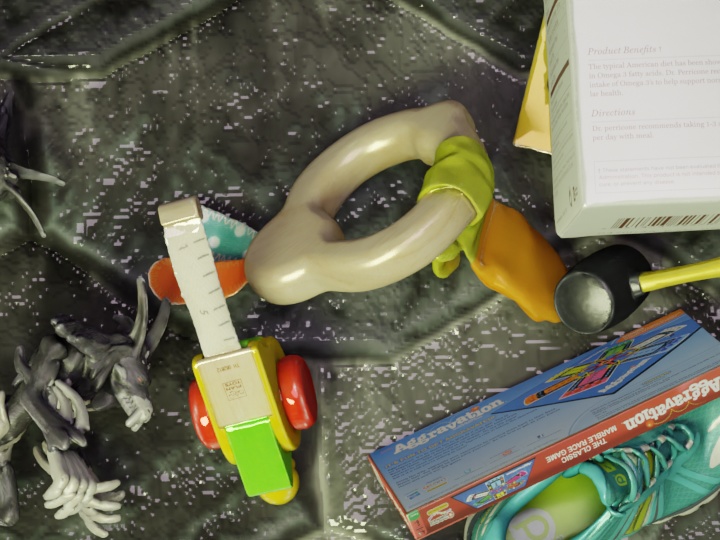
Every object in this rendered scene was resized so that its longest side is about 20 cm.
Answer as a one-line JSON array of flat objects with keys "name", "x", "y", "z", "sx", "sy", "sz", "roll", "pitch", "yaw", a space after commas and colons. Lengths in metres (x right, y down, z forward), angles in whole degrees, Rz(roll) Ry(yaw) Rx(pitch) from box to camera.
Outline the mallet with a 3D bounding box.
[{"name": "mallet", "x": 0.207, "y": -0.006, "z": 1.486, "sx": 0.199, "sy": 0.066, "sz": 0.041, "roll": -13, "pitch": 99, "yaw": 22}]

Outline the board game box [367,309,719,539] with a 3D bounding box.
[{"name": "board game box", "x": 0.107, "y": 0.083, "z": 1.490, "sx": 0.199, "sy": 0.103, "sz": 0.020, "roll": -25, "pitch": 109, "yaw": -5}]

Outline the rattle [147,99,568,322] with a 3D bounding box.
[{"name": "rattle", "x": 0.000, "y": 0.000, "z": 1.532, "sx": 0.200, "sy": 0.143, "sz": 0.130, "roll": -31, "pitch": 52, "yaw": 9}]

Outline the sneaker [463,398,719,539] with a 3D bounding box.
[{"name": "sneaker", "x": 0.148, "y": 0.115, "z": 1.498, "sx": 0.200, "sy": 0.080, "sz": 0.078, "roll": -34, "pitch": 85, "yaw": -6}]

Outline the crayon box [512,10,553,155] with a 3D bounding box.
[{"name": "crayon box", "x": 0.195, "y": -0.102, "z": 1.541, "sx": 0.199, "sy": 0.051, "sz": 0.127, "roll": 15, "pitch": 82, "yaw": -1}]

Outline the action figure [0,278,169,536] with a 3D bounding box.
[{"name": "action figure", "x": -0.170, "y": 0.098, "z": 1.467, "sx": 0.200, "sy": 0.119, "sz": 0.102, "roll": -39, "pitch": 70, "yaw": 4}]

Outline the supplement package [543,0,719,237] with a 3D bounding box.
[{"name": "supplement package", "x": 0.162, "y": -0.125, "z": 1.458, "sx": 0.116, "sy": 0.117, "sz": 0.201, "roll": -2, "pitch": 83, "yaw": -2}]

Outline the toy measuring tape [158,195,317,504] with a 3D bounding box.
[{"name": "toy measuring tape", "x": -0.070, "y": 0.039, "z": 1.483, "sx": 0.073, "sy": 0.074, "sz": 0.201, "roll": -20, "pitch": 115, "yaw": -5}]

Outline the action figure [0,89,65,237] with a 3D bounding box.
[{"name": "action figure", "x": -0.265, "y": -0.075, "z": 1.496, "sx": 0.199, "sy": 0.102, "sz": 0.119, "roll": 16, "pitch": 71, "yaw": 1}]
